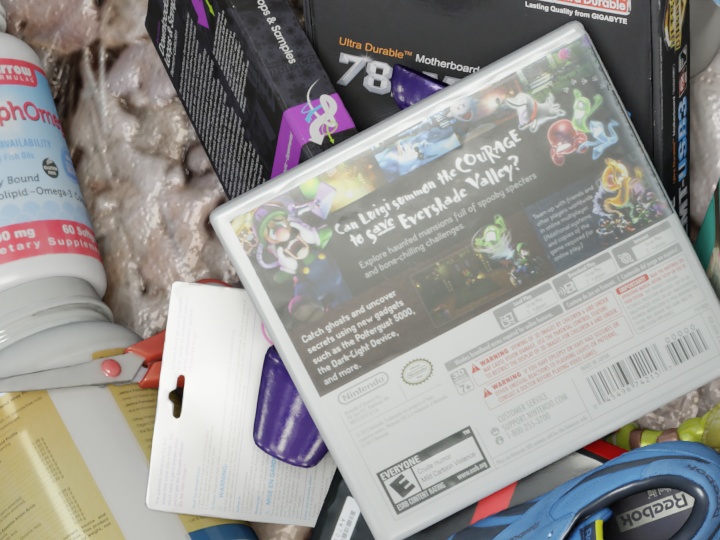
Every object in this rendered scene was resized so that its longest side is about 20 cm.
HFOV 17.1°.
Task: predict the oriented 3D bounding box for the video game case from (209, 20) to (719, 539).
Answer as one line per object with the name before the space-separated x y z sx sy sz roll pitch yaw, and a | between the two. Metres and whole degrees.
video game case | 0.056 0.008 1.143 0.199 0.023 0.183 -27 98 4

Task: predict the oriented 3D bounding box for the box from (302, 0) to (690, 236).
box | 0.069 -0.086 1.214 0.199 0.050 0.200 14 131 24

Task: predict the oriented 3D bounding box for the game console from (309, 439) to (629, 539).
game console | 0.055 0.166 1.195 0.176 0.031 0.201 22 95 15

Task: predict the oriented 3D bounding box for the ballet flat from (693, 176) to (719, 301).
ballet flat | 0.197 -0.022 1.143 0.063 0.200 0.076 4 75 2

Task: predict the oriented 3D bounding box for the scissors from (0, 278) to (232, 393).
scissors | -0.116 0.055 1.240 0.073 0.199 0.014 53 134 15

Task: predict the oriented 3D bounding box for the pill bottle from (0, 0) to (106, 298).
pill bottle | -0.220 -0.064 1.361 0.108 0.109 0.201 -24 74 17

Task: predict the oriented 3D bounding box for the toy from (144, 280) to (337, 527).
toy | -0.008 0.075 1.242 0.198 0.047 0.116 7 87 -8

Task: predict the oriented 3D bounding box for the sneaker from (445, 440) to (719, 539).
sneaker | 0.086 0.140 1.131 0.199 0.078 0.066 -30 84 16

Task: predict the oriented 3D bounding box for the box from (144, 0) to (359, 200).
box | -0.061 -0.102 1.280 0.036 0.143 0.201 -19 65 -19

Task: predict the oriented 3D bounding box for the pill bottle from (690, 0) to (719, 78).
pill bottle | 0.091 -0.172 1.248 0.199 0.114 0.115 14 86 24

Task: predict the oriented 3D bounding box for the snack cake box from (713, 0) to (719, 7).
snack cake box | 0.219 -0.210 1.037 0.199 0.067 0.116 -27 71 20

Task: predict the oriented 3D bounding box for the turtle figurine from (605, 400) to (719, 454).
turtle figurine | 0.207 0.101 1.180 0.198 0.064 0.163 -7 78 21

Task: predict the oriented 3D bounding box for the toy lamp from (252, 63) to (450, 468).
toy lamp | 0.000 0.000 1.180 0.058 0.058 0.201 26 97 24

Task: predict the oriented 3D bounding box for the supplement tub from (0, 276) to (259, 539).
supplement tub | -0.149 0.119 1.281 0.144 0.145 0.201 -36 69 13
